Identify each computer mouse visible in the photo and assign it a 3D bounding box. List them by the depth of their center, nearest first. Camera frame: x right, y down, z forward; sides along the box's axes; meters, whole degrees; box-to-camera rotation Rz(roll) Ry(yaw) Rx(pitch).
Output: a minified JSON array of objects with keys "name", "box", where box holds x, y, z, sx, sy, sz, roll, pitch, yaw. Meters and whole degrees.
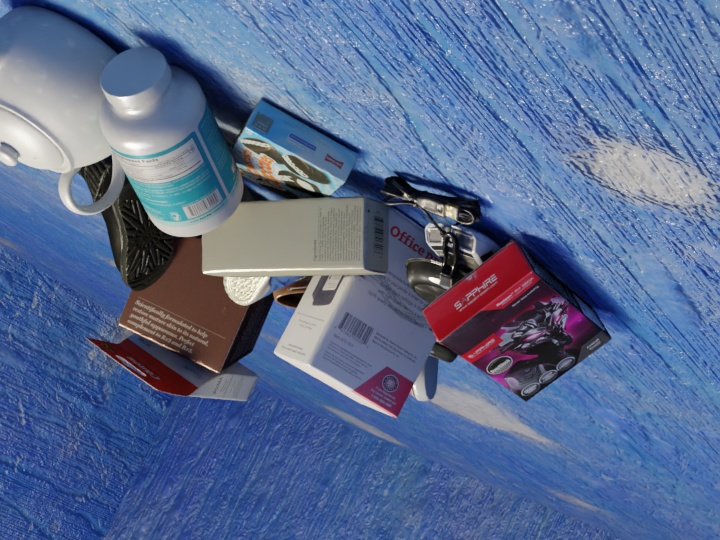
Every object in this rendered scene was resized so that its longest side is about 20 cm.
[{"name":"computer mouse","box":[0.106,-0.033,1.440,0.109,0.044,0.200,13,157,34]}]

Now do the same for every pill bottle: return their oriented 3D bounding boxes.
[{"name":"pill bottle","box":[-0.199,-0.135,1.421,0.110,0.111,0.200,20,150,29]}]

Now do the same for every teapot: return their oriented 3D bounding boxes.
[{"name":"teapot","box":[-0.336,-0.171,1.469,0.199,0.146,0.197,30,161,-1]}]

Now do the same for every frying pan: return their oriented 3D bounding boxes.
[{"name":"frying pan","box":[0.107,0.015,1.459,0.115,0.031,0.190,28,165,-8]}]

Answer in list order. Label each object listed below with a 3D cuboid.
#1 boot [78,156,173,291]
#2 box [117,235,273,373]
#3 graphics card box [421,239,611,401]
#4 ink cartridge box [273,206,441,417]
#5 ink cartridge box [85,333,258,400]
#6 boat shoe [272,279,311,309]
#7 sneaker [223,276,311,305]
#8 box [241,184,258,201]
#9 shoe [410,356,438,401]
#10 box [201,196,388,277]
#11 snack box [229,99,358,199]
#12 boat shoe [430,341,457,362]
[{"name":"boot","box":[-0.324,-0.089,1.818,0.158,0.079,0.212,39,144,33]},{"name":"box","box":[-0.217,0.026,1.960,0.165,0.165,0.200,26,-171,6]},{"name":"graphics card box","box":[0.170,0.058,1.467,0.200,0.125,0.051,36,-159,-49]},{"name":"ink cartridge box","box":[0.016,0.043,1.573,0.145,0.201,0.084,33,169,-33]},{"name":"ink cartridge box","box":[-0.263,0.123,1.935,0.160,0.047,0.200,30,-172,33]},{"name":"boat shoe","box":[-0.026,0.036,1.842,0.199,0.072,0.076,10,143,-7]},{"name":"sneaker","box":[-0.077,-0.037,1.698,0.077,0.200,0.111,50,-144,7]},{"name":"box","box":[-0.201,-0.112,1.641,0.157,0.051,0.200,36,174,14]},{"name":"shoe","box":[0.056,0.112,1.840,0.091,0.200,0.072,-4,117,10]},{"name":"box","box":[-0.072,-0.035,1.501,0.199,0.083,0.068,0,175,24]},{"name":"snack box","box":[-0.079,-0.118,1.469,0.116,0.037,0.200,29,169,-8]},{"name":"boat shoe","box":[0.034,0.077,1.761,0.201,0.063,0.074,20,-173,11]}]
